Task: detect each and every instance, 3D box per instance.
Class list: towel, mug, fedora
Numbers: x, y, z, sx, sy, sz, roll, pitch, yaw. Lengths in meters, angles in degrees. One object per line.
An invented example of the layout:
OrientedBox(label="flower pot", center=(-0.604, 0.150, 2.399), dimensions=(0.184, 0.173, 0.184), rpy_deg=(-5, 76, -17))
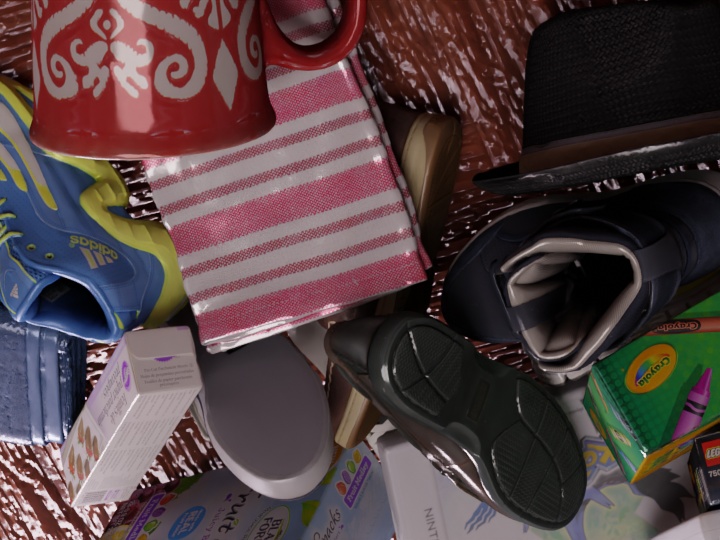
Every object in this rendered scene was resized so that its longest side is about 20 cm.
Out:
OrientedBox(label="towel", center=(-0.056, -0.067, 1.661), dimensions=(0.146, 0.030, 0.201), rpy_deg=(-19, 92, 23))
OrientedBox(label="mug", center=(-0.100, -0.176, 1.581), dimensions=(0.133, 0.177, 0.201), rpy_deg=(16, 115, 48))
OrientedBox(label="fedora", center=(0.146, -0.097, 1.584), dimensions=(0.200, 0.201, 0.092), rpy_deg=(-11, 91, 18))
OrientedBox(label="towel", center=(-0.266, 0.048, 1.819), dimensions=(0.199, 0.049, 0.112), rpy_deg=(8, 130, 4))

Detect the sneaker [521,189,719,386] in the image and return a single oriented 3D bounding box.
OrientedBox(label="sneaker", center=(0.155, -0.015, 1.679), dimensions=(0.200, 0.078, 0.090), rpy_deg=(-33, 103, 25))

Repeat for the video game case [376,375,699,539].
OrientedBox(label="video game case", center=(0.120, 0.150, 1.773), dimensions=(0.199, 0.022, 0.183), rpy_deg=(-17, 118, -9))

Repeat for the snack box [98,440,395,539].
OrientedBox(label="snack box", center=(-0.088, 0.192, 1.786), dimensions=(0.199, 0.169, 0.068), rpy_deg=(-16, 122, 37))

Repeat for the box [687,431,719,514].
OrientedBox(label="box", center=(0.253, 0.101, 1.660), dimensions=(0.136, 0.200, 0.040), rpy_deg=(-13, 82, 3))

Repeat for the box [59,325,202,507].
OrientedBox(label="box", center=(-0.136, 0.087, 1.746), dimensions=(0.041, 0.039, 0.200), rpy_deg=(-7, 160, -19))

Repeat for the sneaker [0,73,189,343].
OrientedBox(label="sneaker", center=(-0.187, -0.034, 1.693), dimensions=(0.200, 0.105, 0.076), rpy_deg=(37, 124, 3))

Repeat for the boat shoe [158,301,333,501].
OrientedBox(label="boat shoe", center=(-0.066, 0.074, 1.722), dimensions=(0.071, 0.200, 0.070), rpy_deg=(-26, 133, -12))

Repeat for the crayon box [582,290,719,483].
OrientedBox(label="crayon box", center=(0.187, 0.057, 1.630), dimensions=(0.118, 0.200, 0.058), rpy_deg=(-30, 82, -1))

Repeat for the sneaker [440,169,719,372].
OrientedBox(label="sneaker", center=(0.093, 0.010, 1.594), dimensions=(0.202, 0.146, 0.077), rpy_deg=(-22, 97, 40))

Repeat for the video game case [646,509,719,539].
OrientedBox(label="video game case", center=(0.261, 0.134, 1.676), dimensions=(0.181, 0.200, 0.023), rpy_deg=(-13, 82, -5))

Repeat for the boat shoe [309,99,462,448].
OrientedBox(label="boat shoe", center=(0.000, 0.000, 1.703), dimensions=(0.072, 0.072, 0.201), rpy_deg=(18, 107, 16))

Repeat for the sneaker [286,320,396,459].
OrientedBox(label="sneaker", center=(0.022, 0.076, 1.769), dimensions=(0.072, 0.073, 0.200), rpy_deg=(-32, 112, 30))

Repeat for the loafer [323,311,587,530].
OrientedBox(label="loafer", center=(0.055, 0.079, 1.682), dimensions=(0.063, 0.072, 0.200), rpy_deg=(10, 156, 44))
